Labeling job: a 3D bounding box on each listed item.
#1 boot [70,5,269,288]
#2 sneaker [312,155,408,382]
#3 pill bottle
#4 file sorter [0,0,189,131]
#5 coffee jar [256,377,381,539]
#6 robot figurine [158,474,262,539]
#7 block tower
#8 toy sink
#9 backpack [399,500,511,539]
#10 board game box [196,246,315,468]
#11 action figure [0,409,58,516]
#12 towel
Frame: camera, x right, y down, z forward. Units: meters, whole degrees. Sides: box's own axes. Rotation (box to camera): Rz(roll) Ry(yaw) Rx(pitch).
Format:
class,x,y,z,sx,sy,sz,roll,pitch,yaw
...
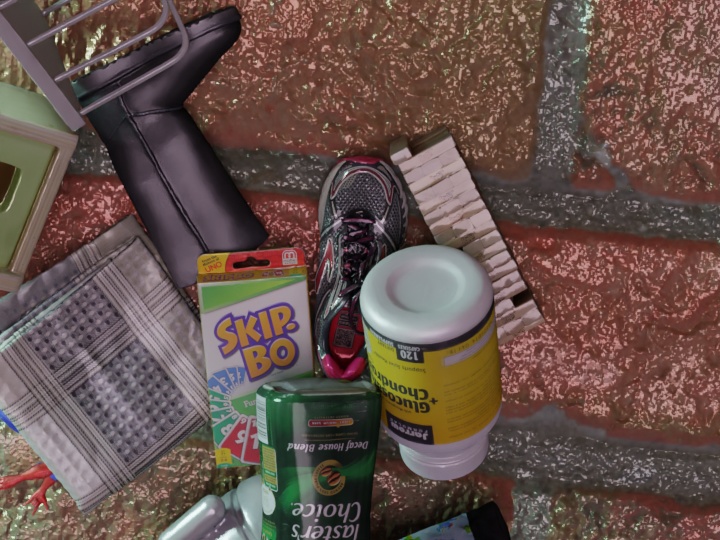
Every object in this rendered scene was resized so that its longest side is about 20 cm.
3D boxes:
class,x,y,z,sx,sy,sz,roll,pitch,yaw
boot,-0.134,-0.104,1.441,0.164,0.066,0.201,-24,101,16
sneaker,0.000,0.000,1.467,0.080,0.075,0.201,3,105,-1
pill bottle,0.064,0.084,1.444,0.111,0.112,0.201,-7,132,2
file sorter,-0.235,-0.239,1.323,0.124,0.139,0.200,-27,145,2
coffee jar,-0.036,0.194,1.418,0.104,0.085,0.202,-1,96,-21
robot figurine,-0.107,0.261,1.519,0.200,0.113,0.170,-37,133,10
block tower,0.094,-0.031,1.468,0.058,0.054,0.201,-28,104,7
toy sink,-0.340,-0.056,1.408,0.130,0.112,0.201,16,107,-35
backpack,0.046,0.312,1.507,0.199,0.154,0.164,-9,135,5
board game box,-0.088,0.077,1.476,0.095,0.030,0.201,-5,112,-2
action figure,-0.316,0.156,1.518,0.200,0.065,0.099,41,95,-9
towel,-0.223,0.081,1.480,0.192,0.035,0.201,-37,103,-11
